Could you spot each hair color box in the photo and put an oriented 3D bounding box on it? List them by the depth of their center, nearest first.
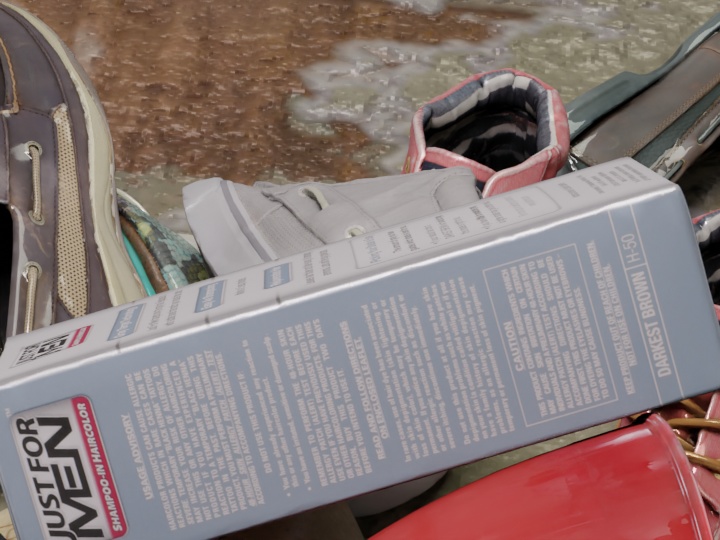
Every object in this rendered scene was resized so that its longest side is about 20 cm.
[{"bbox_3d":[-0.003,0.026,0.781,0.199,0.061,0.099,-16,7,0],"label":"hair color box"}]

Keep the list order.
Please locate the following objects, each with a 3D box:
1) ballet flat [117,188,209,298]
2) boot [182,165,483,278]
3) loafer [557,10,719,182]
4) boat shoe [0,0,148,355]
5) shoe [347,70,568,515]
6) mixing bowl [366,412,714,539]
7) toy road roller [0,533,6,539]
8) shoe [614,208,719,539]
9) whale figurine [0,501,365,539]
[{"bbox_3d":[-0.096,-0.004,1.064,0.071,0.069,0.200,-2,29,-41],"label":"ballet flat"},{"bbox_3d":[0.000,0.000,0.933,0.095,0.074,0.200,-23,20,-6],"label":"boot"},{"bbox_3d":[0.151,-0.065,1.187,0.200,0.072,0.063,-31,67,-32],"label":"loafer"},{"bbox_3d":[-0.133,-0.025,1.001,0.073,0.074,0.201,11,45,-45],"label":"boat shoe"},{"bbox_3d":[0.023,0.002,1.022,0.071,0.091,0.200,17,36,18],"label":"shoe"},{"bbox_3d":[0.034,0.142,0.738,0.108,0.201,0.200,-3,34,-5],"label":"mixing bowl"},{"bbox_3d":[-0.191,0.097,0.746,0.199,0.123,0.146,14,16,-19],"label":"toy road roller"},{"bbox_3d":[0.111,0.057,0.956,0.071,0.091,0.200,6,31,22],"label":"shoe"},{"bbox_3d":[-0.087,0.127,0.858,0.199,0.104,0.159,-14,30,17],"label":"whale figurine"}]
